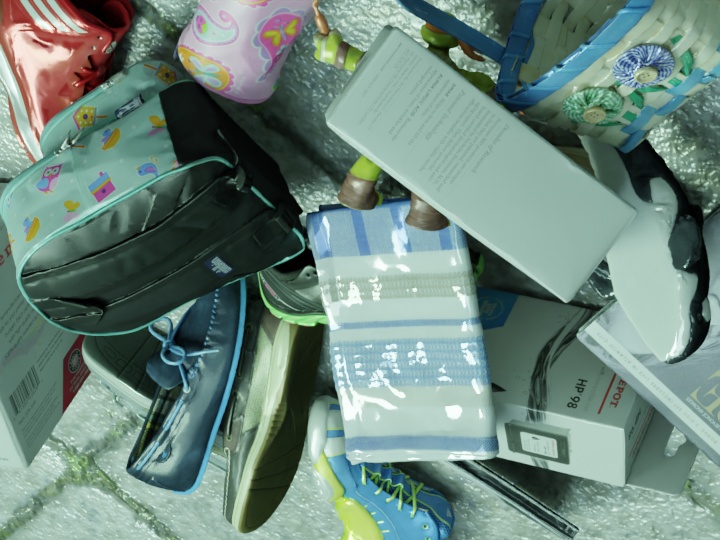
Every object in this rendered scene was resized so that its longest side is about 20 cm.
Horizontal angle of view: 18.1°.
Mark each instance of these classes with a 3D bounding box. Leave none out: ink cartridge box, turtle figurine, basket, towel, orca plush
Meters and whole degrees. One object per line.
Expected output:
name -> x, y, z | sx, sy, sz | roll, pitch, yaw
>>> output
ink cartridge box -> -0.311, 0.045, 1.907 | 0.085, 0.148, 0.200 | 3, 128, 25
ink cartridge box -> 0.160, 0.089, 1.704 | 0.199, 0.116, 0.067 | 11, 136, 19
turtle figurine -> 0.052, -0.111, 1.570 | 0.199, 0.064, 0.162 | 13, 108, -6
basket -> 0.143, -0.182, 1.458 | 0.200, 0.139, 0.176 | 34, 137, -14
towel -> 0.030, 0.046, 1.668 | 0.147, 0.024, 0.201 | -3, 98, 41
orca plush -> 0.201, -0.035, 1.571 | 0.105, 0.071, 0.200 | -50, 61, 41

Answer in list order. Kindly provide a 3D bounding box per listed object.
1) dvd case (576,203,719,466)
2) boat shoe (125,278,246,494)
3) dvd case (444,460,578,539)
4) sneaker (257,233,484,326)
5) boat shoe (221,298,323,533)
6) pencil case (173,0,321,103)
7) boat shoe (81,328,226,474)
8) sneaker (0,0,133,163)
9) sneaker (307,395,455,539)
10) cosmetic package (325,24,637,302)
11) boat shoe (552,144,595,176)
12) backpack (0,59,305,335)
dvd case -> 0.276, 0.031, 1.610 | 0.149, 0.016, 0.200 | 42, 114, -11
boat shoe -> -0.143, 0.088, 1.844 | 0.068, 0.084, 0.201 | 12, 98, -16
dvd case -> 0.079, 0.153, 1.807 | 0.200, 0.016, 0.149 | 33, 178, -1
sneaker -> 0.000, 0.000, 1.745 | 0.200, 0.077, 0.084 | -2, 131, 29
boat shoe -> -0.084, 0.117, 1.874 | 0.066, 0.072, 0.201 | 24, 111, 27
pencil case -> -0.064, -0.208, 1.593 | 0.087, 0.088, 0.200 | 32, 137, 0
boat shoe -> -0.155, 0.117, 1.940 | 0.202, 0.075, 0.065 | 30, 132, -8
sneaker -> -0.212, -0.142, 1.737 | 0.115, 0.078, 0.200 | -10, 123, 37
sneaker -> 0.022, 0.183, 1.912 | 0.105, 0.076, 0.200 | -8, 126, 12
cosmetic package -> 0.077, -0.071, 1.487 | 0.200, 0.113, 0.081 | 35, 95, -6
boat shoe -> 0.130, -0.052, 1.630 | 0.200, 0.069, 0.074 | 21, 135, 12
backpack -> -0.168, -0.047, 1.692 | 0.200, 0.154, 0.176 | -34, 147, 9
